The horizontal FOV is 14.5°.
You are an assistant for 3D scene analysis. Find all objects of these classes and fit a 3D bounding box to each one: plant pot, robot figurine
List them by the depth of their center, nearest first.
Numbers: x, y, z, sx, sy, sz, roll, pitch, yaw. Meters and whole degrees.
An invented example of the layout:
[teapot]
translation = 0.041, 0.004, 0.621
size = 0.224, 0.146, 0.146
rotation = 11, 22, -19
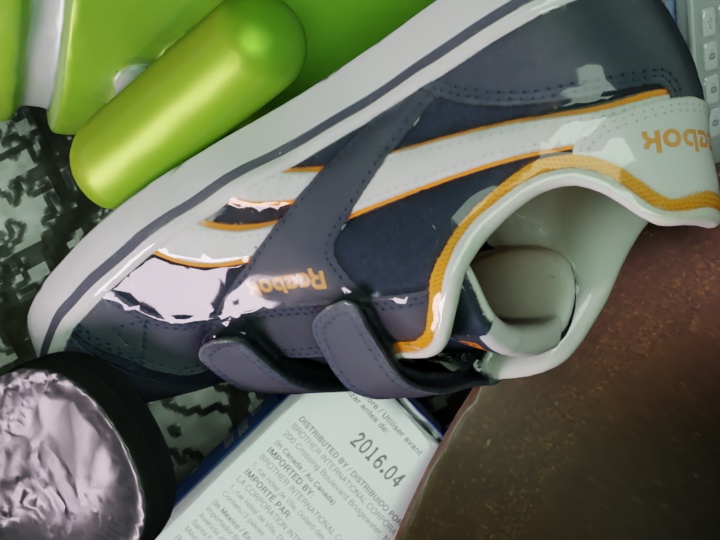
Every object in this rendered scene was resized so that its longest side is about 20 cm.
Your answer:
[plant pot]
translation = 0.134, 0.101, 0.686
size = 0.200, 0.187, 0.187
rotation = 33, 91, -21
[robot figurine]
translation = -0.044, -0.093, 0.747
size = 0.199, 0.116, 0.176
rotation = 3, 54, -10

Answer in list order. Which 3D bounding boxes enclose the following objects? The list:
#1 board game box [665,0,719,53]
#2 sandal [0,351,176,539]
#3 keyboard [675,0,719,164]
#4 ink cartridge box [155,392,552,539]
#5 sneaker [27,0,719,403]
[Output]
[board game box]
translation = 0.146, -0.141, 0.757
size = 0.151, 0.037, 0.201
rotation = 18, 93, -40
[sandal]
translation = -0.132, 0.083, 0.745
size = 0.200, 0.048, 0.075
rotation = -37, 87, 35
[keyboard]
translation = 0.098, -0.116, 0.698
size = 0.056, 0.011, 0.201
rotation = -17, 112, -31
[ink cartridge box]
translation = -0.007, 0.111, 0.781
size = 0.200, 0.076, 0.136
rotation = -44, 94, 1
[sneaker]
translation = 0.000, 0.000, 0.695
size = 0.200, 0.078, 0.080
rotation = -33, 71, 31
